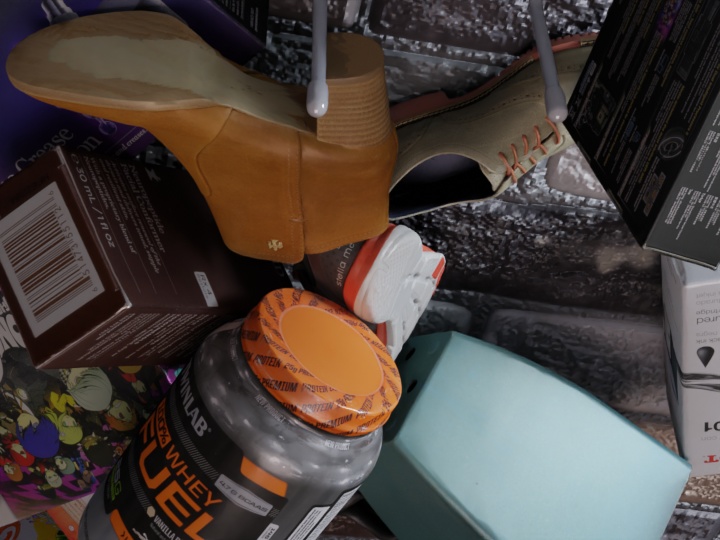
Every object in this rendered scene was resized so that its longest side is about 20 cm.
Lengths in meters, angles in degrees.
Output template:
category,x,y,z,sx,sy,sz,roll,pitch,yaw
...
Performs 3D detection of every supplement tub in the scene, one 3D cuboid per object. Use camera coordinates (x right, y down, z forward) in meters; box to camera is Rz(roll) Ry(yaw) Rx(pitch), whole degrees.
category,x,y,z,sx,sy,sz,roll,pitch,yaw
supplement tub,-0.069,0.113,0.841,0.122,0.123,0.200,24,119,-23

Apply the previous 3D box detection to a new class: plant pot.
category,x,y,z,sx,sy,sz,roll,pitch,yaw
plant pot,0.092,0.138,0.998,0.200,0.142,0.141,39,157,-20

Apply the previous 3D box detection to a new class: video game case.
category,x,y,z,sx,sy,sz,roll,pitch,yaw
video game case,-0.212,0.064,0.953,0.199,0.036,0.182,-21,104,26

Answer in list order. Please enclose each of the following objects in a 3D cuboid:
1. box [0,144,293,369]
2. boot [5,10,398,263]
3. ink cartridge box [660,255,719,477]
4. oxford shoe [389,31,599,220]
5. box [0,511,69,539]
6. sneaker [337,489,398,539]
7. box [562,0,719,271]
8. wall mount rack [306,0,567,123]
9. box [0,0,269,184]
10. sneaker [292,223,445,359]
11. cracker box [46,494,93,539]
category,x,y,z,sx,sy,sz,roll,pitch,yaw
box,-0.121,-0.002,0.836,0.075,0.101,0.200,-32,166,19
boot,-0.080,-0.061,0.770,0.200,0.071,0.144,1,140,-2
ink cartridge box,0.280,0.041,0.970,0.145,0.086,0.201,-8,133,6
oxford shoe,0.096,-0.078,0.855,0.199,0.074,0.071,-22,131,19
box,-0.306,0.270,1.070,0.191,0.201,0.122,20,134,4
sneaker,-0.023,0.126,1.042,0.078,0.089,0.200,-35,119,29
box,0.174,-0.126,0.716,0.043,0.160,0.201,14,115,-16
wall mount rack,0.036,-0.154,0.720,0.198,0.175,0.075,1,174,-2
box,-0.167,-0.128,0.801,0.200,0.079,0.141,-35,123,29
sneaker,0.000,0.000,0.916,0.082,0.077,0.200,27,168,14
cracker box,-0.155,0.096,0.998,0.200,0.058,0.134,-34,97,27
